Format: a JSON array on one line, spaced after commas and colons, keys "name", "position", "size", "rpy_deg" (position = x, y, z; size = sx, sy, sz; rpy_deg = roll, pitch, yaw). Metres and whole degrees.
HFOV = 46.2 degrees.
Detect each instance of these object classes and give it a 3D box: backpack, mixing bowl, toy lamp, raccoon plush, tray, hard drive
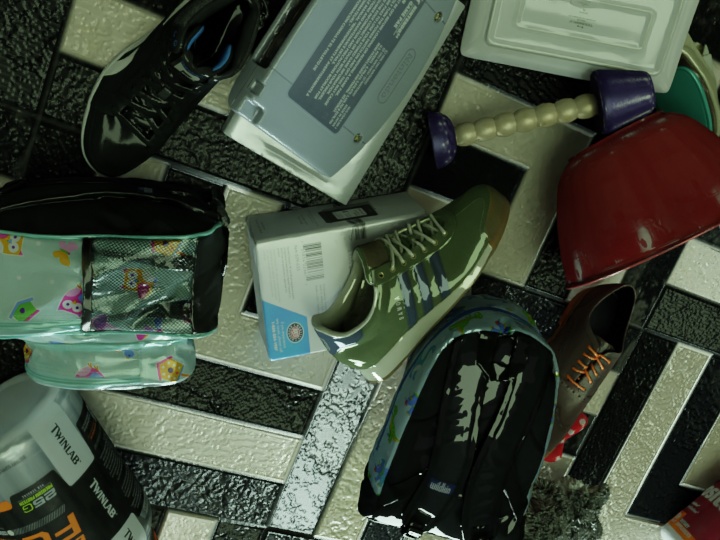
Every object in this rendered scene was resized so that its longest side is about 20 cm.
[{"name": "backpack", "position": [0.095, 0.123, 0.748], "size": [0.159, 0.155, 0.203], "rpy_deg": [11, 121, -4]}, {"name": "mixing bowl", "position": [0.256, -0.075, 0.775], "size": [0.197, 0.200, 0.110], "rpy_deg": [-27, 88, -4]}, {"name": "toy lamp", "position": [0.159, -0.138, 0.750], "size": [0.195, 0.059, 0.059], "rpy_deg": [-10, 115, 7]}, {"name": "raccoon plush", "position": [0.206, 0.295, 0.895], "size": [0.131, 0.202, 0.098], "rpy_deg": [10, 128, 2]}, {"name": "tray", "position": [0.193, -0.221, 0.735], "size": [0.195, 0.022, 0.109], "rpy_deg": [10, 117, -2]}, {"name": "hard drive", "position": [-0.015, -0.175, 0.727], "size": [0.130, 0.025, 0.202], "rpy_deg": [27, 102, -24]}, {"name": "backpack", "position": [-0.210, 0.003, 0.659], "size": [0.195, 0.176, 0.157], "rpy_deg": [8, 105, -15]}]

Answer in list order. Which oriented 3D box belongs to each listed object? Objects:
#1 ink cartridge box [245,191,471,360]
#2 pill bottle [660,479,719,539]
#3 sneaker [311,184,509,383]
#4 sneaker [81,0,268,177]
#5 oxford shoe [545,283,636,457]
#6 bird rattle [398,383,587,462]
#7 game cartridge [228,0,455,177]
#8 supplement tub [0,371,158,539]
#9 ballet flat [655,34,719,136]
[{"name": "ink cartridge box", "position": [0.000, 0.000, 0.779], "size": [0.195, 0.067, 0.118], "rpy_deg": [-10, 113, -13]}, {"name": "pill bottle", "position": [0.471, 0.297, 1.013], "size": [0.199, 0.113, 0.113], "rpy_deg": [-39, 117, 1]}, {"name": "sneaker", "position": [0.036, -0.001, 0.713], "size": [0.089, 0.067, 0.201], "rpy_deg": [32, 102, -30]}, {"name": "sneaker", "position": [-0.151, -0.148, 0.650], "size": [0.073, 0.112, 0.201], "rpy_deg": [37, 98, -25]}, {"name": "oxford shoe", "position": [0.211, 0.093, 0.833], "size": [0.070, 0.073, 0.202], "rpy_deg": [32, 70, -5]}, {"name": "bird rattle", "position": [0.125, 0.148, 0.862], "size": [0.197, 0.113, 0.165], "rpy_deg": [-30, 100, -6]}, {"name": "game cartridge", "position": [-0.004, -0.181, 0.666], "size": [0.202, 0.041, 0.133], "rpy_deg": [-55, 143, 4]}, {"name": "supplement tub", "position": [-0.266, 0.200, 0.750], "size": [0.121, 0.123, 0.203], "rpy_deg": [-27, 116, -4]}, {"name": "ballet flat", "position": [0.292, -0.207, 0.789], "size": [0.069, 0.070, 0.200], "rpy_deg": [-40, 115, 3]}]
